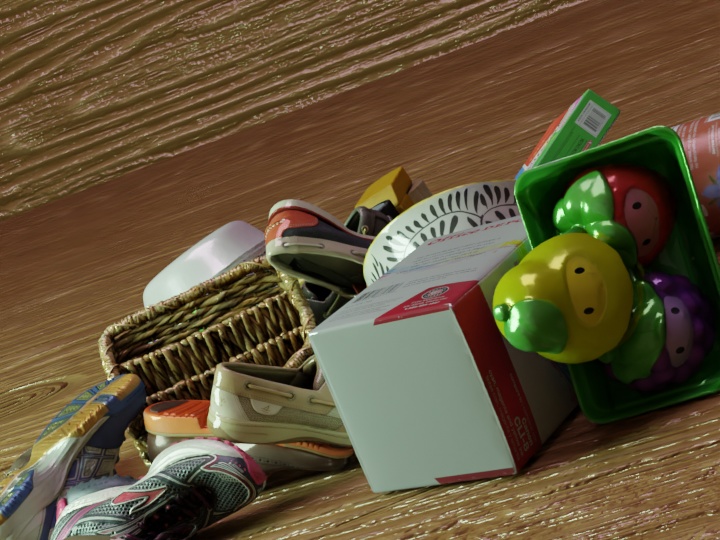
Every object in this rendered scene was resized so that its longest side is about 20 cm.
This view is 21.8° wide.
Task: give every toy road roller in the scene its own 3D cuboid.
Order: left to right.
[{"bbox_3d":[0.013,-0.008,1.967,0.145,0.123,0.200,-30,10,21],"label":"toy road roller"}]

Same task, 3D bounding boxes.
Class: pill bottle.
[{"bbox_3d":[0.298,-0.078,1.761,0.199,0.113,0.112,-16,14,29],"label":"pill bottle"}]

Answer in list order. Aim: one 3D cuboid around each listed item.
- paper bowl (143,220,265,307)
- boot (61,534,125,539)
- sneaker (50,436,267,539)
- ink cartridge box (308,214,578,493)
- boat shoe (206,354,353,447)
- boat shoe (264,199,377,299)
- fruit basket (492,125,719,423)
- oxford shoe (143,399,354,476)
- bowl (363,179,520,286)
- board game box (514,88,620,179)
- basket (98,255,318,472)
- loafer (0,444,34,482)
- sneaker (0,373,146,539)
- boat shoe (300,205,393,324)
[{"bbox_3d":[-0.154,0.023,2.024,0.200,0.105,0.201,-37,-2,-1],"label":"paper bowl"},{"bbox_3d":[-0.237,0.259,1.459,0.199,0.074,0.076,-19,31,35],"label":"boot"},{"bbox_3d":[-0.164,0.202,1.528,0.199,0.081,0.075,-25,29,21],"label":"sneaker"},{"bbox_3d":[0.087,0.061,1.484,0.145,0.145,0.200,-14,16,38],"label":"ink cartridge box"},{"bbox_3d":[-0.028,0.105,1.548,0.199,0.065,0.071,0,17,-26],"label":"boat shoe"},{"bbox_3d":[0.000,0.000,1.746,0.071,0.199,0.063,-50,25,38],"label":"boat shoe"},{"bbox_3d":[0.188,0.008,1.389,0.155,0.217,0.216,-18,14,20],"label":"fruit basket"},{"bbox_3d":[-0.093,0.158,1.607,0.199,0.074,0.071,5,13,27],"label":"oxford shoe"},{"bbox_3d":[0.109,0.016,1.667,0.199,0.201,0.095,-21,56,8],"label":"bowl"},{"bbox_3d":[0.190,-0.097,1.921,0.153,0.040,0.200,-55,1,-8],"label":"board game box"},{"bbox_3d":[-0.128,0.094,1.719,0.199,0.150,0.143,-23,12,-3],"label":"basket"},{"bbox_3d":[-0.298,0.211,1.745,0.071,0.073,0.200,-34,9,-4],"label":"loafer"},{"bbox_3d":[-0.247,0.181,1.634,0.200,0.088,0.075,-49,20,-24],"label":"sneaker"},{"bbox_3d":[-0.031,0.025,1.835,0.202,0.060,0.072,-54,26,16],"label":"boat shoe"}]
